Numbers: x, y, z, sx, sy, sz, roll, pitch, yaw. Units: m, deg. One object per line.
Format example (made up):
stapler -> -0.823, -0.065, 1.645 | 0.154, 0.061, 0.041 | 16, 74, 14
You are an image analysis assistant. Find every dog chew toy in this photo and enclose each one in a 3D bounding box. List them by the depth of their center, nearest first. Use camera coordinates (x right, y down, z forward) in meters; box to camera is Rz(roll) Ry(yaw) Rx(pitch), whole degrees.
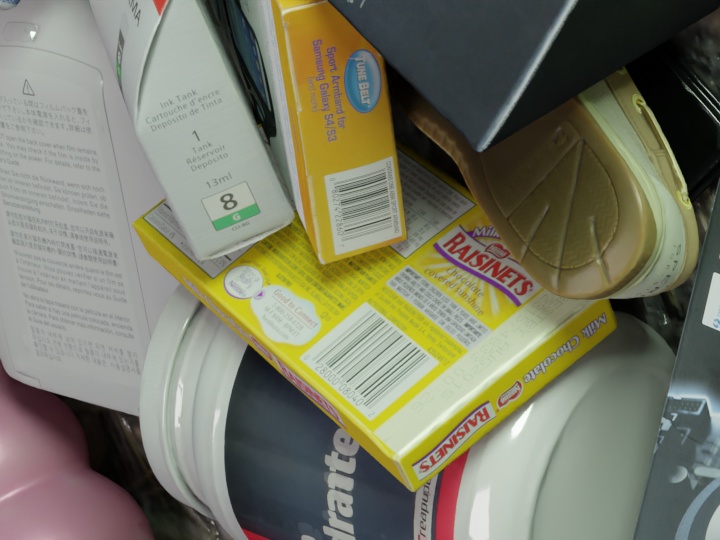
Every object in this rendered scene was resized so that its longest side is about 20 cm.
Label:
dog chew toy -> -0.186, 0.115, 1.253 | 0.124, 0.124, 0.201 | -39, 76, 49

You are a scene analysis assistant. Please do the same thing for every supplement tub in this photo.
supplement tub -> 0.021, 0.066, 0.998 | 0.199, 0.140, 0.141 | 16, 123, 38

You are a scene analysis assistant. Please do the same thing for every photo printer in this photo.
photo printer -> -0.115, -0.036, 1.127 | 0.166, 0.069, 0.202 | 10, 119, 41

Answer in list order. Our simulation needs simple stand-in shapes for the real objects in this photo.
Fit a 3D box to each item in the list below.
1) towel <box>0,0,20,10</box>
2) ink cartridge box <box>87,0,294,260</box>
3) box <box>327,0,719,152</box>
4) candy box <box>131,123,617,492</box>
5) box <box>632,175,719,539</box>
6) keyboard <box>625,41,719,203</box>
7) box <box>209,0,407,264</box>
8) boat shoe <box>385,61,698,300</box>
towel -> -0.156, -0.202, 0.968 | 0.146, 0.024, 0.200 | 25, 124, -22
ink cartridge box -> -0.093, -0.125, 0.922 | 0.201, 0.050, 0.161 | 64, -178, -46
box -> 0.038, -0.166, 0.840 | 0.200, 0.148, 0.107 | 46, 138, 15
candy box -> 0.000, 0.000, 0.949 | 0.200, 0.102, 0.027 | 39, 160, 46
box -> 0.179, 0.067, 0.855 | 0.160, 0.043, 0.202 | 26, 110, 42
keyboard -> 0.057, -0.091, 0.964 | 0.104, 0.040, 0.200 | -45, 77, 24
box -> -0.032, -0.112, 0.950 | 0.201, 0.041, 0.120 | -111, 10, -47
boat shoe -> 0.059, -0.068, 0.906 | 0.074, 0.066, 0.201 | -39, 61, 25
